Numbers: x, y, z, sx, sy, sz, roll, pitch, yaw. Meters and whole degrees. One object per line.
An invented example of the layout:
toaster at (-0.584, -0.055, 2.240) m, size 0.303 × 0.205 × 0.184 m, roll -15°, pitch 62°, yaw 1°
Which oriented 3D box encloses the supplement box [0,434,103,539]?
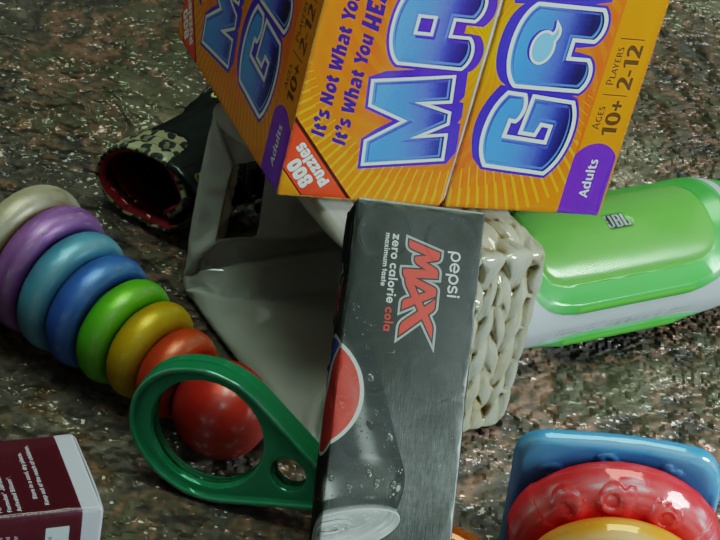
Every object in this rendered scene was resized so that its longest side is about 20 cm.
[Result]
supplement box at (-0.224, 0.143, 1.074) m, size 0.199 × 0.109 × 0.061 m, roll -4°, pitch 35°, yaw -22°

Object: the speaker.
speaker at (0.142, -0.005, 1.421) m, size 0.199 × 0.089 × 0.088 m, roll -10°, pitch 37°, yaw -28°

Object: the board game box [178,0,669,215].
board game box at (0.036, -0.169, 1.304) m, size 0.199 × 0.201 × 0.200 m, roll 2°, pitch 29°, yaw -24°

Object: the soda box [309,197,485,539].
soda box at (0.017, 0.068, 1.173) m, size 0.070 × 0.201 × 0.063 m, roll 6°, pitch -6°, yaw -4°

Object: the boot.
boot at (-0.049, -0.061, 1.472) m, size 0.203 × 0.074 × 0.154 m, roll 21°, pitch 36°, yaw 29°

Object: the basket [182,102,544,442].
basket at (0.000, 0.000, 1.334) m, size 0.123 × 0.136 × 0.200 m, roll -6°, pitch 35°, yaw -30°

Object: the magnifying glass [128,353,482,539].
magnifying glass at (-0.029, 0.108, 1.223) m, size 0.199 × 0.080 × 0.022 m, roll 25°, pitch 31°, yaw 5°

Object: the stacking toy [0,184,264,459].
stacking toy at (-0.129, 0.036, 1.298) m, size 0.200 × 0.086 × 0.085 m, roll 36°, pitch 41°, yaw 28°

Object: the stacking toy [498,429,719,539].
stacking toy at (0.119, 0.181, 1.128) m, size 0.109 × 0.116 × 0.201 m, roll 7°, pitch 44°, yaw 1°
